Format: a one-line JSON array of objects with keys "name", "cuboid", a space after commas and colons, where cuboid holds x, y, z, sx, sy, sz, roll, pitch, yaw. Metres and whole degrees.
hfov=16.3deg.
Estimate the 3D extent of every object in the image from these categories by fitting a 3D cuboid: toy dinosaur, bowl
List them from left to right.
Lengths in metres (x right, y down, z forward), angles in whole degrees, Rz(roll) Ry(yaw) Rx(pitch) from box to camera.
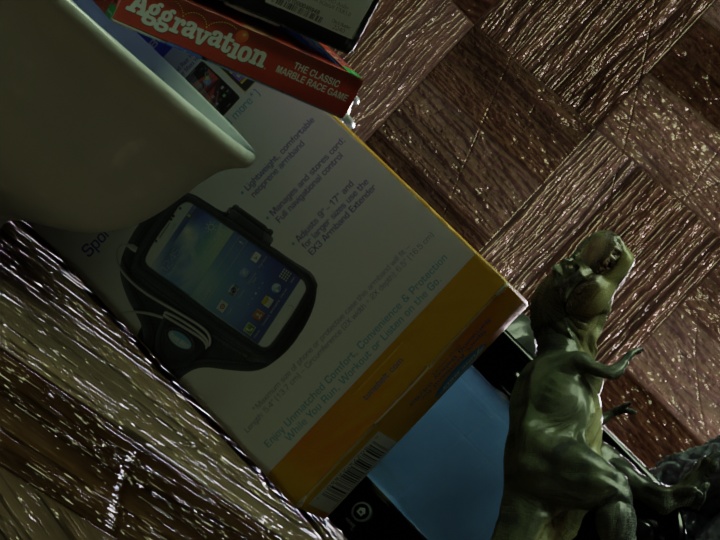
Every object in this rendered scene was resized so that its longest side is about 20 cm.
[{"name": "bowl", "cuboid": [-0.138, -0.077, 0.910, 0.201, 0.090, 0.201, 43, 3, -2]}, {"name": "toy dinosaur", "cuboid": [0.086, 0.081, 0.934, 0.088, 0.201, 0.048, 22, -35, -3]}]

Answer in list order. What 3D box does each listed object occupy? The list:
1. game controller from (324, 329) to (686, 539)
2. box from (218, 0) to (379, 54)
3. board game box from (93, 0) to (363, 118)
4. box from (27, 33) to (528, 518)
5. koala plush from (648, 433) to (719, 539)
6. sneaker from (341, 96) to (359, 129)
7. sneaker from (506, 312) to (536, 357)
[{"name": "game controller", "cuboid": [0.033, 0.072, 0.997, 0.200, 0.104, 0.042, 45, -22, 24]}, {"name": "box", "cuboid": [-0.094, -0.158, 0.936, 0.159, 0.046, 0.200, 20, 15, -33]}, {"name": "board game box", "cuboid": [-0.082, -0.119, 0.962, 0.103, 0.019, 0.200, 19, 16, -33]}, {"name": "box", "cuboid": [-0.044, -0.013, 1.002, 0.200, 0.119, 0.041, 45, 3, 24]}, {"name": "koala plush", "cuboid": [0.208, 0.205, 1.277, 0.178, 0.183, 0.201, 58, 11, -51]}, {"name": "sneaker", "cuboid": [-0.032, -0.071, 1.220, 0.073, 0.071, 0.200, -123, -169, -50]}, {"name": "sneaker", "cuboid": [0.000, 0.000, 1.107, 0.076, 0.091, 0.200, -14, 22, -39]}]
